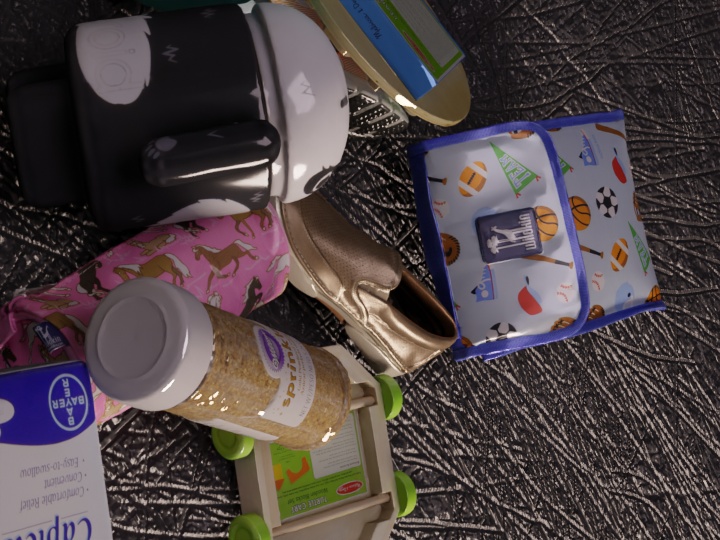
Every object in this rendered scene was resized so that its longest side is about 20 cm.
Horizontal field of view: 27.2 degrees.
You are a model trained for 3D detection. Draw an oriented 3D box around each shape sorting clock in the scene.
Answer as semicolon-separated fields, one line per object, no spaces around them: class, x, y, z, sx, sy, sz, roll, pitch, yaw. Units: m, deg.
shape sorting clock;0.010;-0.186;1.063;0.200;0.039;0.201;45;22;-24

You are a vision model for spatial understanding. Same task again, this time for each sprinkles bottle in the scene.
sprinkles bottle;-0.076;0.059;0.863;0.200;0.068;0.069;29;62;-61

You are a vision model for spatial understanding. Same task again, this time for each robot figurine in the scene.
robot figurine;-0.105;-0.089;0.879;0.198;0.125;0.151;-9;60;-11

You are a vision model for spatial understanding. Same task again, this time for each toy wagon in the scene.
toy wagon;-0.027;0.155;1.010;0.154;0.039;0.202;-8;89;-46

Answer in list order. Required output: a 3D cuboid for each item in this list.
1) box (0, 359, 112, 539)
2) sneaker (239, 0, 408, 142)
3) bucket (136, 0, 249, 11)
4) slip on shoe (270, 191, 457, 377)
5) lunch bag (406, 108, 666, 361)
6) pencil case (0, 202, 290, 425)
box;-0.217;0.157;0.745;0.183;0.104;0.202;-7;88;-57
sneaker;-0.035;-0.153;1.034;0.199;0.073;0.081;28;57;-42
bucket;-0.105;-0.263;0.897;0.208;0.206;0.135;50;59;-27
slip on shoe;0.000;0.000;1.023;0.200;0.060;0.076;54;31;-36
lunch bag;0.129;-0.028;1.144;0.199;0.123;0.172;-10;87;-41
pencil case;-0.128;0.018;0.903;0.200;0.082;0.087;-36;136;-43
